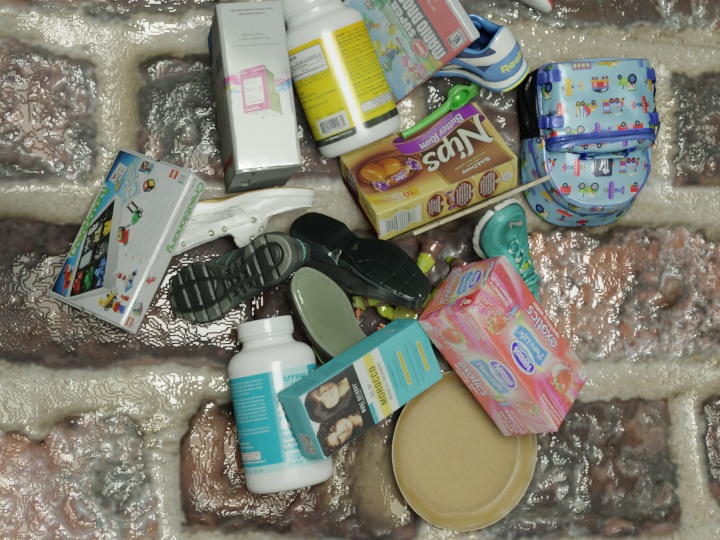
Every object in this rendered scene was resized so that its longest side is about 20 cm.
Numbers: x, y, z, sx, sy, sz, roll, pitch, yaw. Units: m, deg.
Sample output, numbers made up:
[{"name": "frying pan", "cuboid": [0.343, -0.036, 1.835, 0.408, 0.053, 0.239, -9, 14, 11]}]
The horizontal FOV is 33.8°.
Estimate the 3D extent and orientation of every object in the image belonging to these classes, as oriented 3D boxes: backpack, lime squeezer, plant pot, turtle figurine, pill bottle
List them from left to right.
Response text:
[{"name": "pill bottle", "cuboid": [-0.100, 0.160, 1.431, 0.109, 0.111, 0.204, -10, 87, -11]}, {"name": "pill bottle", "cuboid": [-0.032, -0.252, 1.467, 0.111, 0.112, 0.203, -23, 99, -12]}, {"name": "turtle figurine", "cuboid": [0.063, 0.040, 1.496, 0.198, 0.064, 0.163, 31, 80, -6]}, {"name": "lime squeezer", "cuboid": [0.119, -0.242, 1.515, 0.070, 0.038, 0.202, 25, 65, 0]}, {"name": "plant pot", "cuboid": [0.129, 0.226, 1.502, 0.196, 0.027, 0.204, 0, 89, -16]}, {"name": "backpack", "cuboid": [0.295, -0.162, 1.526, 0.179, 0.134, 0.204, 0, 87, -10]}]

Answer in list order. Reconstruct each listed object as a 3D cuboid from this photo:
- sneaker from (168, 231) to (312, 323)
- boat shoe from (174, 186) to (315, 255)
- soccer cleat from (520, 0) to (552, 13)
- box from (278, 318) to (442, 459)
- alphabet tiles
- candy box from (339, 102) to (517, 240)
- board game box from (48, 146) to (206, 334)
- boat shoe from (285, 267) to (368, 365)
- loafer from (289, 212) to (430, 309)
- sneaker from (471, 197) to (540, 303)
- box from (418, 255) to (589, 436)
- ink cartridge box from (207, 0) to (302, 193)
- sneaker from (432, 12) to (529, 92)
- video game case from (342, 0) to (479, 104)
[{"name": "sneaker", "cuboid": [-0.144, 0.010, 1.435, 0.197, 0.079, 0.077, -20, 87, 26]}, {"name": "boat shoe", "cuboid": [-0.148, -0.059, 1.466, 0.196, 0.071, 0.071, -12, 87, -2]}, {"name": "soccer cleat", "cuboid": [0.165, -0.394, 1.560, 0.199, 0.069, 0.086, 40, 88, -2]}, {"name": "box", "cuboid": [0.003, 0.136, 1.400, 0.199, 0.049, 0.084, -31, 106, -33]}, {"name": "alphabet tiles", "cuboid": [0.134, -0.076, 1.468, 0.197, 0.167, 0.008, -23, 92, -12]}, {"name": "candy box", "cuboid": [0.087, -0.126, 1.494, 0.197, 0.057, 0.117, -23, 52, -11]}, {"name": "board game box", "cuboid": [-0.280, -0.039, 1.421, 0.125, 0.035, 0.203, 20, 80, 30]}, {"name": "boat shoe", "cuboid": [-0.032, 0.082, 1.451, 0.202, 0.060, 0.072, 53, 57, -19]}, {"name": "loafer", "cuboid": [0.000, 0.000, 1.450, 0.198, 0.073, 0.073, 30, 48, 27]}, {"name": "sneaker", "cuboid": [0.192, -0.011, 1.462, 0.077, 0.201, 0.080, -32, 50, -9]}, {"name": "box", "cuboid": [0.175, 0.095, 1.441, 0.201, 0.094, 0.103, 52, 54, -18]}, {"name": "ink cartridge box", "cuboid": [-0.131, -0.207, 1.442, 0.083, 0.144, 0.204, -5, 85, -12]}, {"name": "sneaker", "cuboid": [0.118, -0.287, 1.481, 0.198, 0.083, 0.075, 17, 64, 34]}, {"name": "video game case", "cuboid": [0.045, -0.298, 1.465, 0.017, 0.199, 0.144, -34, 91, -41]}]
